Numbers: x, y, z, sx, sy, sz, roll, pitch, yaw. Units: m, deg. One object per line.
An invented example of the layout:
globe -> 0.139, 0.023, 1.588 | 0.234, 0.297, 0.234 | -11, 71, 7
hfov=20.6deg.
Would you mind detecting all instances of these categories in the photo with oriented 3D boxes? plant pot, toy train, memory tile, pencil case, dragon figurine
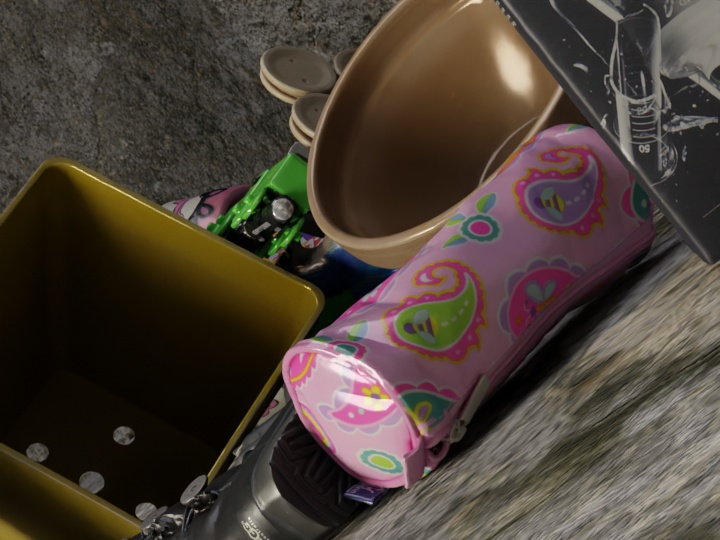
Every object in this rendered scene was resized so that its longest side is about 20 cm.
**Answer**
plant pot -> 0.072, -0.076, 1.089 | 0.200, 0.093, 0.202 | -33, 38, 30
toy train -> -0.067, -0.033, 1.254 | 0.057, 0.042, 0.200 | -57, 10, -16
memory tile -> 0.034, -0.072, 1.205 | 0.152, 0.200, 0.017 | -2, -48, -29
pencil case -> 0.054, 0.016, 0.905 | 0.200, 0.088, 0.087 | -42, 4, -33
dragon figurine -> 0.000, 0.000, 1.247 | 0.200, 0.099, 0.059 | -46, 13, 21
plant pot -> -0.161, 0.089, 1.227 | 0.200, 0.199, 0.177 | -57, -11, -36

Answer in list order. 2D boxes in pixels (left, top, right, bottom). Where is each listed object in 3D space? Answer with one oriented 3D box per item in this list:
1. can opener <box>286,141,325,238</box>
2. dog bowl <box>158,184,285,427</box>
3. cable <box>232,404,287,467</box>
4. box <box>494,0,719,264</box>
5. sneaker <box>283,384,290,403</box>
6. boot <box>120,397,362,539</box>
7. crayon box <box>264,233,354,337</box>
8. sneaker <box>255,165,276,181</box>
can opener -> 0.045, -0.057, 1.304 | 0.198, 0.054, 0.067 | -2, -32, -9
dog bowl -> -0.086, 0.021, 1.574 | 0.074, 0.201, 0.200 | -28, 7, 27
cable -> 0.011, 0.065, 1.120 | 0.200, 0.051, 0.163 | -41, -3, 22
box -> 0.164, -0.137, 0.826 | 0.200, 0.182, 0.104 | -39, 3, 7
sneaker -> -0.032, 0.056, 1.426 | 0.076, 0.081, 0.200 | -37, 4, 9
boot -> -0.058, 0.118, 0.986 | 0.200, 0.066, 0.165 | -43, -2, 38
crayon box -> -0.016, -0.015, 1.391 | 0.199, 0.058, 0.119 | -24, 29, 5
sneaker -> 0.001, -0.025, 1.515 | 0.082, 0.199, 0.074 | 2, -72, -58
